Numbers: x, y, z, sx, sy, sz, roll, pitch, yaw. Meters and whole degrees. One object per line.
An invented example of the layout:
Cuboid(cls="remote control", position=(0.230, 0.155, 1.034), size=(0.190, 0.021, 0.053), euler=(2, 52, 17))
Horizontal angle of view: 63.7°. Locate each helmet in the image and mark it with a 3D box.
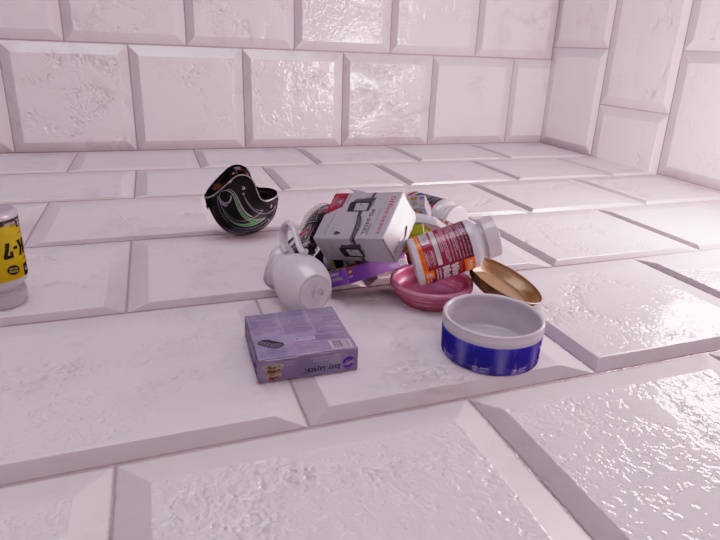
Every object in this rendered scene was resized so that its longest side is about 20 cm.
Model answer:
Cuboid(cls="helmet", position=(-0.350, -0.203, 1.739), size=(0.197, 0.192, 0.202), euler=(-29, 31, 19))

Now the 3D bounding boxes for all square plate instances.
Cuboid(cls="square plate", position=(0.137, -0.123, 1.484), size=(0.193, 0.029, 0.199), euler=(12, -2, 25))

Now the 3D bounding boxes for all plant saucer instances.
Cuboid(cls="plant saucer", position=(0.166, 0.042, 1.362), size=(0.194, 0.052, 0.201), euler=(2, 22, -1))
Cuboid(cls="plant saucer", position=(0.331, 0.033, 1.360), size=(0.195, 0.036, 0.201), euler=(21, 24, -10))

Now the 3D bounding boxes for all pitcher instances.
Cuboid(cls="pitcher", position=(-0.141, -0.008, 1.286), size=(0.118, 0.177, 0.199), euler=(-4, 20, -31))

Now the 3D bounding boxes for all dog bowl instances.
Cuboid(cls="dog bowl", position=(0.255, 0.120, 1.130), size=(0.194, 0.081, 0.201), euler=(2, 22, -1))

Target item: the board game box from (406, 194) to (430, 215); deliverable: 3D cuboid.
Cuboid(cls="board game box", position=(0.085, -0.165, 1.551), size=(0.194, 0.035, 0.134), euler=(-1, -7, 14))

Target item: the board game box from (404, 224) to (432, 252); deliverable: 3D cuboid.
Cuboid(cls="board game box", position=(0.073, -0.070, 1.423), size=(0.194, 0.049, 0.101), euler=(-7, -8, 20))

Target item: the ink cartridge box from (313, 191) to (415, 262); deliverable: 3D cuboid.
Cuboid(cls="ink cartridge box", position=(0.011, -0.102, 1.338), size=(0.195, 0.084, 0.148), euler=(3, 53, 33))

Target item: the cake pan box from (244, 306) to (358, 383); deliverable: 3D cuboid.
Cuboid(cls="cake pan box", position=(-0.114, 0.134, 1.098), size=(0.194, 0.054, 0.184), euler=(-6, 25, -19))

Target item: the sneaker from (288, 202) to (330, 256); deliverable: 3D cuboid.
Cuboid(cls="sneaker", position=(-0.126, -0.082, 1.499), size=(0.080, 0.202, 0.075), euler=(34, 3, -34))

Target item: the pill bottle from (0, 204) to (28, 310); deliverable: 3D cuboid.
Cuboid(cls="pill bottle", position=(-0.774, -0.028, 1.228), size=(0.111, 0.206, 0.115), euler=(1, 21, -1))

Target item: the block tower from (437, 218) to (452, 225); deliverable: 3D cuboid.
Cuboid(cls="block tower", position=(0.161, -0.129, 1.639), size=(0.196, 0.060, 0.054), euler=(12, -1, 31))

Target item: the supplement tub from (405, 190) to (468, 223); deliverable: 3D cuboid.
Cuboid(cls="supplement tub", position=(0.210, -0.152, 1.738), size=(0.138, 0.145, 0.197), euler=(-16, 27, -40))

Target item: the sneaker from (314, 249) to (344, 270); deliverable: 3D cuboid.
Cuboid(cls="sneaker", position=(-0.094, -0.041, 1.516), size=(0.081, 0.073, 0.200), euler=(-22, 12, -1))

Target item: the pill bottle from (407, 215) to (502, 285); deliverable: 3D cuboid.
Cuboid(cls="pill bottle", position=(0.210, -0.047, 1.295), size=(0.195, 0.112, 0.110), euler=(-18, 21, 2))

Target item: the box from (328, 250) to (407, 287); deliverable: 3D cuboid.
Cuboid(cls="box", position=(0.000, 0.000, 1.396), size=(0.197, 0.040, 0.135), euler=(-17, 2, -40))

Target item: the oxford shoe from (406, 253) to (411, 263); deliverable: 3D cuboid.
Cuboid(cls="oxford shoe", position=(0.121, -0.050, 1.594), size=(0.194, 0.073, 0.072), euler=(12, 3, 13))
